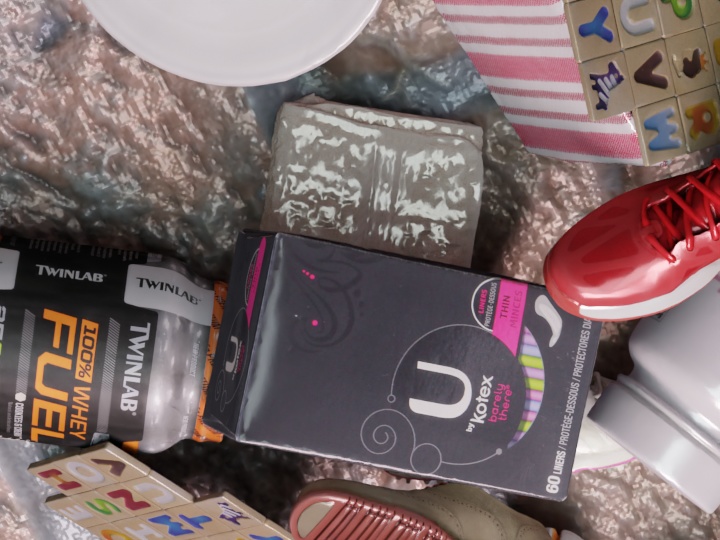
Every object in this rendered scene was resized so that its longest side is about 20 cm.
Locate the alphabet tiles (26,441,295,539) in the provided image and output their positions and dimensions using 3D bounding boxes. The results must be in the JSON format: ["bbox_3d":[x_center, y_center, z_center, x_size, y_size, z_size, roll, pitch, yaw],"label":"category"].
[{"bbox_3d":[-0.103,0.164,1.698,0.200,0.008,0.167,35,152,-24],"label":"alphabet tiles"}]

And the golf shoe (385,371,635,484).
[{"bbox_3d":[0.104,0.079,1.706,0.199,0.075,0.092,-5,110,0],"label":"golf shoe"}]

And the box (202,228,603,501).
[{"bbox_3d":[0.023,0.053,1.589,0.199,0.106,0.123,11,90,-14],"label":"box"}]

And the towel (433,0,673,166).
[{"bbox_3d":[0.095,-0.144,1.578,0.030,0.146,0.200,-40,112,-17],"label":"towel"}]

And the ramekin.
[{"bbox_3d":[-0.069,-0.213,1.553,0.202,0.094,0.203,3,113,8],"label":"ramekin"}]

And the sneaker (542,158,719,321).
[{"bbox_3d":[0.194,-0.047,1.526,0.200,0.078,0.116,-24,156,-9],"label":"sneaker"}]

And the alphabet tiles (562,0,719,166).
[{"bbox_3d":[0.190,-0.154,1.560,0.200,0.006,0.167,-18,98,-38],"label":"alphabet tiles"}]

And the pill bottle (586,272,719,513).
[{"bbox_3d":[0.231,0.037,1.638,0.113,0.113,0.200,37,90,-15],"label":"pill bottle"}]

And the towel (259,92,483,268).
[{"bbox_3d":[0.000,0.000,1.661,0.132,0.034,0.201,10,92,-4],"label":"towel"}]

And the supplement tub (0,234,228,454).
[{"bbox_3d":[-0.176,0.044,1.659,0.199,0.123,0.123,6,113,-4],"label":"supplement tub"}]

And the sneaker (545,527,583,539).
[{"bbox_3d":[0.061,0.228,1.770,0.199,0.078,0.077,-13,139,14],"label":"sneaker"}]

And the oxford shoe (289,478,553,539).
[{"bbox_3d":[0.038,0.160,1.672,0.200,0.075,0.070,25,125,-31],"label":"oxford shoe"}]
